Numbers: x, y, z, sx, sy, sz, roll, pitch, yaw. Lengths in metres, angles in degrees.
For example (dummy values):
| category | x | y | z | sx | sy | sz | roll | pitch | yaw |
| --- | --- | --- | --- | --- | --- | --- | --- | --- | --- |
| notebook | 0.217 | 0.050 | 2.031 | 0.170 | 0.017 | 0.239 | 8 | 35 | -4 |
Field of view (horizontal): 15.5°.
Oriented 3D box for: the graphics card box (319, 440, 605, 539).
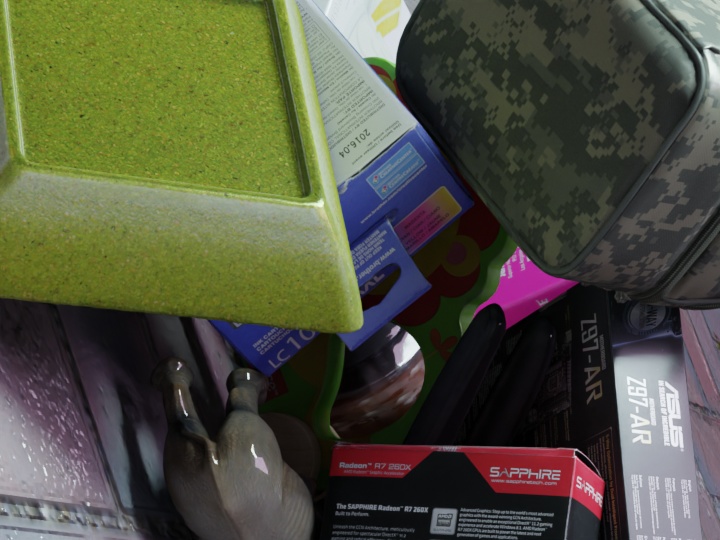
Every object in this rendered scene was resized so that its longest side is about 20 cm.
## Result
| category | x | y | z | sx | sy | sz | roll | pitch | yaw |
| --- | --- | --- | --- | --- | --- | --- | --- | --- | --- |
| graphics card box | 0.037 | 0.181 | 1.207 | 0.051 | 0.125 | 0.200 | 44 | 50 | -59 |

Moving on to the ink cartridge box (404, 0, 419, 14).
| category | x | y | z | sx | sy | sz | roll | pitch | yaw |
| --- | --- | --- | --- | --- | --- | --- | --- | --- | --- |
| ink cartridge box | 0.025 | -0.194 | 1.664 | 0.146 | 0.200 | 0.048 | 28 | 41 | -69 |

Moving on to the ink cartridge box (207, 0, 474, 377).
| category | x | y | z | sx | sy | sz | roll | pitch | yaw |
| --- | --- | --- | --- | --- | --- | --- | --- | --- | --- |
| ink cartridge box | -0.041 | -0.046 | 1.279 | 0.200 | 0.136 | 0.076 | 52 | 2 | 43 |

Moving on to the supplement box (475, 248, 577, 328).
| category | x | y | z | sx | sy | sz | roll | pitch | yaw |
| --- | --- | --- | --- | --- | --- | --- | --- | --- | --- |
| supplement box | 0.074 | 0.038 | 1.554 | 0.101 | 0.200 | 0.103 | 56 | 19 | -33 |

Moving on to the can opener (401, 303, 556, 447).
| category | x | y | z | sx | sy | sz | roll | pitch | yaw |
| --- | --- | --- | --- | --- | --- | --- | --- | --- | --- |
| can opener | 0.040 | 0.097 | 1.297 | 0.079 | 0.063 | 0.200 | -112 | -147 | -46 |

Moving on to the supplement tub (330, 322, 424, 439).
| category | x | y | z | sx | sy | sz | roll | pitch | yaw |
| --- | --- | --- | --- | --- | --- | --- | --- | --- | --- |
| supplement tub | 0.027 | 0.097 | 1.464 | 0.107 | 0.107 | 0.200 | -87 | 153 | -60 |

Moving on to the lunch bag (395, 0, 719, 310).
| category | x | y | z | sx | sy | sz | roll | pitch | yaw |
| --- | --- | --- | --- | --- | --- | --- | --- | --- | --- |
| lunch bag | 0.139 | -0.076 | 1.258 | 0.168 | 0.139 | 0.200 | 10 | 30 | -41 |

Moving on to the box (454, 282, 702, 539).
| category | x | y | z | sx | sy | sz | roll | pitch | yaw |
| --- | --- | --- | --- | --- | --- | --- | --- | --- | --- |
| box | 0.103 | 0.118 | 1.297 | 0.043 | 0.160 | 0.200 | 8 | 66 | -26 |

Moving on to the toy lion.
| category | x | y | z | sx | sy | sz | roll | pitch | yaw |
| --- | --- | --- | --- | --- | --- | --- | --- | --- | --- |
| toy lion | 0.000 | 0.000 | 1.357 | 0.200 | 0.192 | 0.069 | 69 | 15 | 9 |

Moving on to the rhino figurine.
| category | x | y | z | sx | sy | sz | roll | pitch | yaw |
| --- | --- | --- | --- | --- | --- | --- | --- | --- | --- |
| rhino figurine | -0.042 | 0.133 | 1.267 | 0.087 | 0.060 | 0.200 | -104 | 171 | -51 |

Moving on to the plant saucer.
| category | x | y | z | sx | sy | sz | roll | pitch | yaw |
| --- | --- | --- | --- | --- | --- | --- | --- | --- | --- |
| plant saucer | -0.097 | -0.072 | 1.161 | 0.200 | 0.048 | 0.200 | 7 | 48 | -22 |

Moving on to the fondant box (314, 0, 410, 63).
| category | x | y | z | sx | sy | sz | roll | pitch | yaw |
| --- | --- | --- | --- | --- | --- | --- | --- | --- | --- |
| fondant box | -0.013 | -0.097 | 1.580 | 0.200 | 0.058 | 0.144 | 59 | 42 | -55 |
